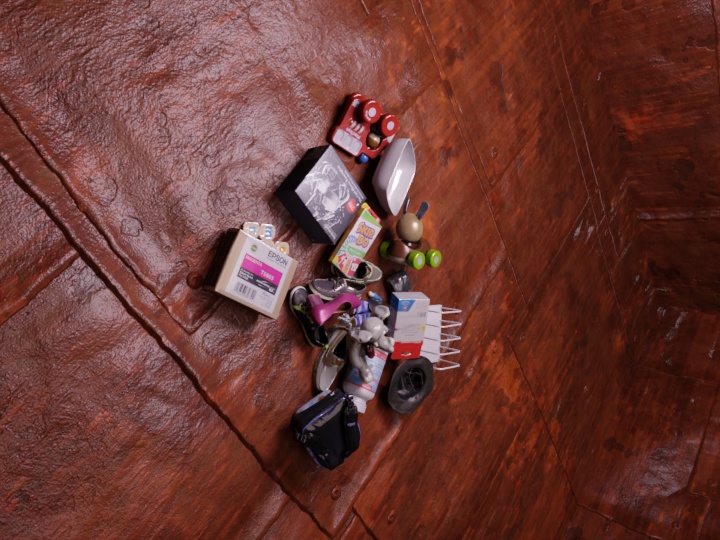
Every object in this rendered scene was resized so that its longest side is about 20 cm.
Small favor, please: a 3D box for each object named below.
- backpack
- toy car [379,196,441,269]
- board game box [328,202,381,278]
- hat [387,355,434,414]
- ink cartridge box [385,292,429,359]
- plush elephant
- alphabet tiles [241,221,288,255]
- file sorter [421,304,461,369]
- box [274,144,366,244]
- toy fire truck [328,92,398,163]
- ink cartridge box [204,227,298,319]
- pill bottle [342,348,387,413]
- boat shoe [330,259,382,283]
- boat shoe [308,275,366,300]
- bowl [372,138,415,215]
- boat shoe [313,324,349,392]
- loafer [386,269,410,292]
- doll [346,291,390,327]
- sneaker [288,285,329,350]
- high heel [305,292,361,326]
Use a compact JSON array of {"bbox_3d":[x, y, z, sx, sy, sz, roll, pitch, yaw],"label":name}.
[{"bbox_3d":[-0.092,0.457,1.547,0.196,0.153,0.195,-28,112,-16],"label":"backpack"},{"bbox_3d":[0.166,-0.125,1.714,0.155,0.162,0.207,-6,109,-42],"label":"toy car"},{"bbox_3d":[-0.010,-0.086,1.568,0.095,0.030,0.204,41,73,-43],"label":"board game box"},{"bbox_3d":[0.153,0.370,1.814,0.195,0.080,0.208,-9,107,-31],"label":"hat"},{"bbox_3d":[0.147,0.177,1.743,0.113,0.067,0.207,1,107,-22],"label":"ink cartridge box"},{"bbox_3d":[0.032,0.192,1.538,0.165,0.154,0.202,-44,100,-30],"label":"plush elephant"},{"bbox_3d":[-0.276,-0.022,1.435,0.191,0.014,0.208,4,91,-40],"label":"alphabet tiles"},{"bbox_3d":[0.274,0.231,1.893,0.136,0.122,0.208,0,93,-42],"label":"file sorter"},{"bbox_3d":[-0.107,-0.210,1.518,0.201,0.102,0.184,51,61,-32],"label":"box"},{"bbox_3d":[0.012,-0.420,1.626,0.197,0.112,0.171,24,102,-41],"label":"toy fire truck"},{"bbox_3d":[-0.275,0.011,1.382,0.198,0.074,0.169,29,76,-37],"label":"ink cartridge box"},{"bbox_3d":[0.007,0.325,1.662,0.108,0.107,0.206,31,73,-39],"label":"pill bottle"},{"bbox_3d":[0.000,0.003,1.662,0.198,0.059,0.075,12,86,-43],"label":"boat shoe"},{"bbox_3d":[-0.064,0.047,1.585,0.196,0.073,0.065,14,127,-41],"label":"boat shoe"},{"bbox_3d":[0.100,-0.293,1.687,0.200,0.073,0.205,56,54,-67],"label":"bowl"},{"bbox_3d":[-0.082,0.262,1.601,0.074,0.067,0.206,25,77,-40],"label":"boat shoe"},{"bbox_3d":[0.130,0.106,1.794,0.071,0.072,0.207,-17,101,-25],"label":"loafer"},{"bbox_3d":[0.033,0.138,1.711,0.197,0.048,0.142,-6,90,-49],"label":"doll"},{"bbox_3d":[-0.135,0.133,1.532,0.071,0.081,0.204,-39,118,-33],"label":"sneaker"},{"bbox_3d":[-0.064,0.119,1.527,0.195,0.068,0.098,1,49,-38],"label":"high heel"}]
